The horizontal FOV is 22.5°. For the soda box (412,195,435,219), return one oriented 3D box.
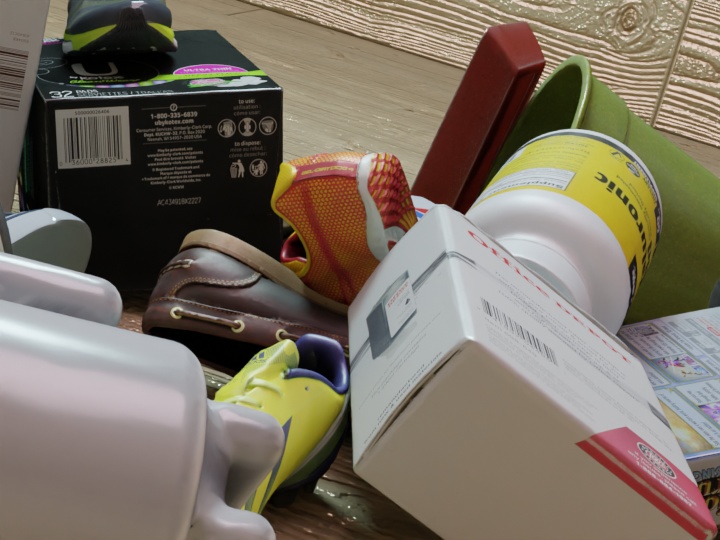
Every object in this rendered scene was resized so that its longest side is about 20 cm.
[{"bbox_3d":[0.061,0.005,1.257,0.063,0.068,0.200,8,15,-33],"label":"soda box"}]

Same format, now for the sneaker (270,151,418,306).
[{"bbox_3d":[0.000,0.000,1.015,0.077,0.200,0.073,1,51,17],"label":"sneaker"}]

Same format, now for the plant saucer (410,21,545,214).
[{"bbox_3d":[0.091,-0.100,1.461,0.037,0.201,0.200,28,14,8],"label":"plant saucer"}]

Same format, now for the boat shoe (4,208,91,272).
[{"bbox_3d":[-0.223,-0.008,0.946,0.091,0.071,0.200,25,17,17],"label":"boat shoe"}]

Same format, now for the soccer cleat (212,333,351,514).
[{"bbox_3d":[-0.055,0.072,0.794,0.064,0.084,0.200,19,13,15],"label":"soccer cleat"}]

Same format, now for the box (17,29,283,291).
[{"bbox_3d":[-0.140,-0.075,1.157,0.148,0.125,0.200,-4,18,-15],"label":"box"}]

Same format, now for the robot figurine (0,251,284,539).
[{"bbox_3d":[-0.129,0.068,0.633,0.199,0.113,0.170,15,51,-16],"label":"robot figurine"}]

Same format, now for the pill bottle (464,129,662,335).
[{"bbox_3d":[0.109,-0.005,1.061,0.111,0.112,0.200,19,26,11],"label":"pill bottle"}]

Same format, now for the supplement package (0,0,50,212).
[{"bbox_3d":[-0.295,-0.138,1.104,0.146,0.192,0.200,9,8,-31],"label":"supplement package"}]

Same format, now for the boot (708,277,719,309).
[{"bbox_3d":[0.337,0.070,1.225,0.199,0.073,0.151,22,-10,24],"label":"boot"}]

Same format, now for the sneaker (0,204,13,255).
[{"bbox_3d":[-0.241,-0.002,0.789,0.199,0.075,0.087,-13,4,41],"label":"sneaker"}]

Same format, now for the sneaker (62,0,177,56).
[{"bbox_3d":[-0.160,-0.185,1.165,0.073,0.081,0.200,-5,19,-13],"label":"sneaker"}]

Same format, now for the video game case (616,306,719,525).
[{"bbox_3d":[0.194,0.080,1.032,0.180,0.046,0.200,-8,19,-12],"label":"video game case"}]

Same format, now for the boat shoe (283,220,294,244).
[{"bbox_3d":[-0.025,0.006,1.146,0.065,0.072,0.200,18,12,-19],"label":"boat shoe"}]

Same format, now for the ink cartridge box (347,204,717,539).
[{"bbox_3d":[0.072,0.065,0.852,0.145,0.085,0.200,38,15,-12],"label":"ink cartridge box"}]

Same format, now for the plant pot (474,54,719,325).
[{"bbox_3d":[0.203,-0.035,1.396,0.189,0.201,0.200,26,11,-10],"label":"plant pot"}]

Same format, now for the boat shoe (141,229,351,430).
[{"bbox_3d":[-0.022,0.053,0.973,0.199,0.071,0.071,24,49,0],"label":"boat shoe"}]
